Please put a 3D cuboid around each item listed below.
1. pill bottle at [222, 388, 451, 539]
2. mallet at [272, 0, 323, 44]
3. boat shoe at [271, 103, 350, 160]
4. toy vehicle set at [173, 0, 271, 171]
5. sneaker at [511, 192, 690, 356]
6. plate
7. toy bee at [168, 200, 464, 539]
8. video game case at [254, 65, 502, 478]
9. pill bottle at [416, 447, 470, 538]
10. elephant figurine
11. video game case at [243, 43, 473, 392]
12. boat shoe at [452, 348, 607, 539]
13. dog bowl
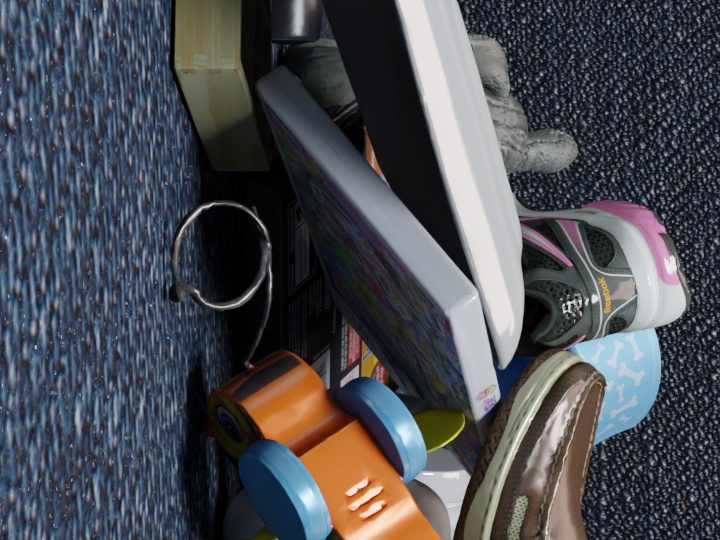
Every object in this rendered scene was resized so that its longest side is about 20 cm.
[{"bbox_3d":[-0.011,0.160,0.876,0.109,0.109,0.200,-63,153,-84],"label":"pill bottle"},{"bbox_3d":[-0.043,-0.176,1.103,0.200,0.041,0.066,-97,-171,-76],"label":"mallet"},{"bbox_3d":[-0.029,-0.057,1.056,0.200,0.062,0.073,-38,131,-87],"label":"boat shoe"},{"bbox_3d":[-0.058,-0.157,0.818,0.124,0.026,0.200,79,11,-75],"label":"toy vehicle set"},{"bbox_3d":[0.055,0.004,0.883,0.200,0.086,0.080,-9,-82,56],"label":"sneaker"},{"bbox_3d":[0.019,-0.087,0.790,0.200,0.032,0.200,-117,-172,-57],"label":"plate"},{"bbox_3d":[-0.019,0.073,0.774,0.109,0.131,0.200,157,-77,-67],"label":"toy bee"},{"bbox_3d":[0.016,0.013,0.828,0.143,0.018,0.200,51,-10,29],"label":"video game case"},{"bbox_3d":[0.009,0.194,0.988,0.112,0.112,0.200,-68,166,-83],"label":"pill bottle"},{"bbox_3d":[0.048,-0.097,1.225,0.155,0.200,0.142,-86,175,-57],"label":"elephant figurine"},{"bbox_3d":[0.000,0.000,0.987,0.181,0.025,0.200,-40,142,-44],"label":"video game case"},{"bbox_3d":[0.078,0.138,0.805,0.075,0.075,0.202,2,107,-67],"label":"boat shoe"},{"bbox_3d":[0.079,0.070,0.999,0.111,0.050,0.200,51,-42,17],"label":"dog bowl"}]
